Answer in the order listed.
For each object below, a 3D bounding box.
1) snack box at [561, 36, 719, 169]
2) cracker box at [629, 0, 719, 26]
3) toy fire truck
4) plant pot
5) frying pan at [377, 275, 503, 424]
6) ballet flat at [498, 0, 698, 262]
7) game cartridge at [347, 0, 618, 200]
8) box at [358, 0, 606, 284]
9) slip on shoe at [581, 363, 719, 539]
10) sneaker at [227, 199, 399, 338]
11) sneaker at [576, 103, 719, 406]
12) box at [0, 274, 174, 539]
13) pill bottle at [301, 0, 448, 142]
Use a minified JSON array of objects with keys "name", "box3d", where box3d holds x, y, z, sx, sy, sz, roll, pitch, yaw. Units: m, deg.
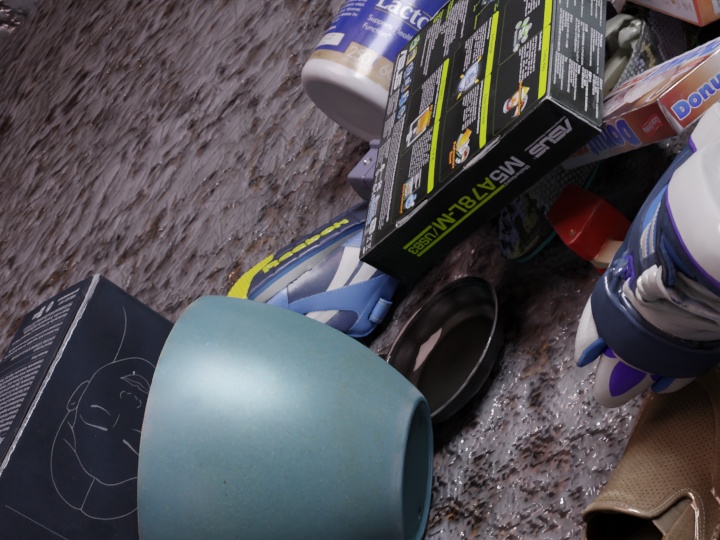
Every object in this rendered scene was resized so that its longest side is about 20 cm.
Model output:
[{"name":"snack box","box3d":[0.165,-0.095,0.752,0.072,0.024,0.200,-38,4,-7]},{"name":"cracker box","box3d":[0.223,-0.226,0.863,0.134,0.058,0.200,-25,26,-6]},{"name":"toy fire truck","box3d":[0.199,-0.040,0.731,0.141,0.049,0.200,-52,26,3]},{"name":"plant pot","box3d":[-0.031,0.117,0.789,0.135,0.200,0.200,2,49,15]},{"name":"frying pan","box3d":[0.029,0.074,0.890,0.190,0.031,0.115,-37,29,37]},{"name":"ballet flat","box3d":[0.140,-0.101,0.886,0.200,0.072,0.072,-52,26,1]},{"name":"game cartridge","box3d":[0.092,-0.126,0.974,0.130,0.038,0.200,4,49,53]},{"name":"box","box3d":[0.078,-0.117,0.841,0.193,0.047,0.200,-38,32,43]},{"name":"slip on shoe","box3d":[0.135,0.119,0.621,0.076,0.061,0.200,-18,42,50]},{"name":"sneaker","box3d":[0.000,0.000,0.996,0.200,0.082,0.074,-30,13,2]},{"name":"sneaker","box3d":[0.149,0.017,0.589,0.200,0.081,0.147,-58,-8,-65]},{"name":"box","box3d":[-0.172,0.146,0.936,0.124,0.200,0.197,-25,36,47]},{"name":"pill bottle","box3d":[0.046,-0.212,1.128,0.200,0.116,0.116,-59,26,-12]}]
